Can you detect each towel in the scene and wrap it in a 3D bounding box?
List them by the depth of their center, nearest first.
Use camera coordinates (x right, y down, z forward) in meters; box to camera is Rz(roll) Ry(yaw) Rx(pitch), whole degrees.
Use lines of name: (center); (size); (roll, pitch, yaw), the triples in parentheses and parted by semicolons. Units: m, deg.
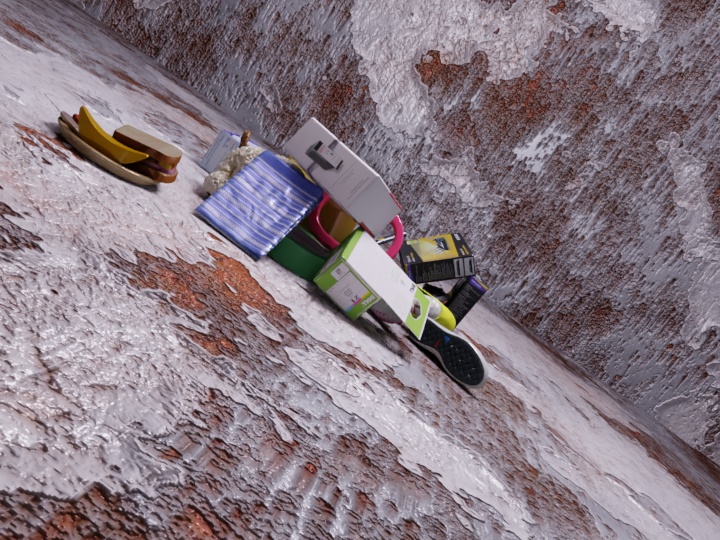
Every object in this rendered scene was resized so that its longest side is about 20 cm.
towel: (-0.169, -0.121, 1.234); (0.144, 0.024, 0.200); (37, 53, 5)

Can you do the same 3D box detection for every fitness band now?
fitness band: (-0.009, -0.087, 1.398); (0.200, 0.144, 0.037); (38, -14, 12)

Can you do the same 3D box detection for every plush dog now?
plush dog: (-0.184, -0.186, 1.395); (0.171, 0.162, 0.200); (15, -2, 27)

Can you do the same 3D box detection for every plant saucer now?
plant saucer: (-0.108, -0.125, 1.503); (0.200, 0.201, 0.048); (36, 40, 10)

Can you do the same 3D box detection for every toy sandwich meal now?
toy sandwich meal: (-0.385, -0.207, 1.145); (0.205, 0.070, 0.205); (35, 8, -6)

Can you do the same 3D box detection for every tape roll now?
tape roll: (-0.129, -0.048, 1.352); (0.200, 0.048, 0.200); (35, 8, -6)

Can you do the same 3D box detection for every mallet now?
mallet: (0.032, -0.057, 1.705); (0.199, 0.041, 0.066); (-15, 39, -22)

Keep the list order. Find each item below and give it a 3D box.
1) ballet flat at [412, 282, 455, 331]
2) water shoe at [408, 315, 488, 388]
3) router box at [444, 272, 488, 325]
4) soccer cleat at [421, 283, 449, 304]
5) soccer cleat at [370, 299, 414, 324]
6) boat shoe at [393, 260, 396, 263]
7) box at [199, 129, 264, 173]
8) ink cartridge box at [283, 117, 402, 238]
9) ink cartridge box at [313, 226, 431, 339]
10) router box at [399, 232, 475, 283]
ballet flat: (0.109, 0.059, 1.455); (0.200, 0.067, 0.067); (38, -10, 16)
water shoe: (0.180, 0.155, 1.365); (0.200, 0.072, 0.079); (42, 5, 36)
router box: (0.234, 0.076, 1.709); (0.052, 0.158, 0.200); (39, 9, 2)
soccer cleat: (0.166, 0.076, 1.667); (0.068, 0.074, 0.200); (18, 4, 1)
soccer cleat: (0.028, 0.041, 1.388); (0.086, 0.070, 0.200); (49, -9, -33)
boat shoe: (0.058, 0.005, 1.693); (0.200, 0.072, 0.072); (48, 3, 33)
box: (-0.247, -0.228, 1.688); (0.200, 0.105, 0.184); (37, 9, 9)
ink cartridge box: (-0.033, -0.171, 1.319); (0.200, 0.083, 0.147); (45, 0, 30)
ink cartridge box: (0.027, 0.038, 1.268); (0.200, 0.076, 0.148); (47, 26, -9)
router box: (0.173, -0.030, 1.653); (0.156, 0.053, 0.200); (-9, 17, 0)
